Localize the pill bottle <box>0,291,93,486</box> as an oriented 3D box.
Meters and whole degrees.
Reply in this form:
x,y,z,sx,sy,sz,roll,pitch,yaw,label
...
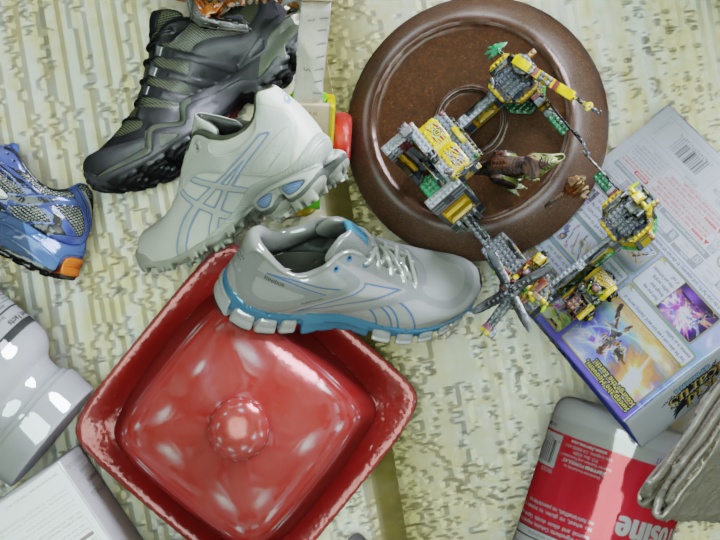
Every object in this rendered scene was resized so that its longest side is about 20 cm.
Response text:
x,y,z,sx,sy,sz,roll,pitch,yaw,label
-0.302,0.059,1.593,0.200,0.116,0.116,41,90,0,pill bottle

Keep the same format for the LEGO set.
x,y,z,sx,sy,sz,roll,pitch,yaw,label
0.110,-0.062,1.516,0.153,0.116,0.201,-32,75,7,LEGO set

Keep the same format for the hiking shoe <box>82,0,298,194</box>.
x,y,z,sx,sy,sz,roll,pitch,yaw,label
-0.136,-0.140,1.622,0.200,0.076,0.101,-38,79,-7,hiking shoe

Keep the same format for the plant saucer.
x,y,z,sx,sy,sz,roll,pitch,yaw,label
0.083,-0.109,1.609,0.199,0.034,0.202,-2,81,13,plant saucer

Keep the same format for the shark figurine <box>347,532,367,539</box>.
x,y,z,sx,sy,sz,roll,pitch,yaw,label
0.053,0.285,1.579,0.089,0.128,0.215,-39,86,24,shark figurine

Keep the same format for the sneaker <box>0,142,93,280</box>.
x,y,z,sx,sy,sz,roll,pitch,yaw,label
-0.287,-0.066,1.622,0.199,0.075,0.079,27,81,-8,sneaker

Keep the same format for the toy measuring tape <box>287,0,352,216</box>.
x,y,z,sx,sy,sz,roll,pitch,yaw,label
-0.037,-0.130,1.593,0.073,0.074,0.201,4,124,0,toy measuring tape

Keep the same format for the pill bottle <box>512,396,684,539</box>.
x,y,z,sx,sy,sz,roll,pitch,yaw,label
0.168,0.202,1.596,0.112,0.112,0.201,18,91,0,pill bottle

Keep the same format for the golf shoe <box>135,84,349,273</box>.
x,y,z,sx,sy,sz,roll,pitch,yaw,label
-0.101,-0.068,1.580,0.199,0.078,0.098,-28,99,34,golf shoe

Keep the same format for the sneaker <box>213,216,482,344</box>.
x,y,z,sx,sy,sz,roll,pitch,yaw,label
0.000,0.000,1.553,0.199,0.087,0.075,-1,50,-21,sneaker

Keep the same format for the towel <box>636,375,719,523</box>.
x,y,z,sx,sy,sz,roll,pitch,yaw,label
0.276,0.124,1.558,0.034,0.200,0.133,41,104,30,towel

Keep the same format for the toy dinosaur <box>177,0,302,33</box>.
x,y,z,sx,sy,sz,roll,pitch,yaw,label
-0.118,-0.243,1.579,0.199,0.102,0.137,13,79,-14,toy dinosaur

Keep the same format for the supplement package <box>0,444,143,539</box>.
x,y,z,sx,sy,sz,roll,pitch,yaw,label
-0.204,0.247,1.591,0.119,0.121,0.201,-34,91,0,supplement package

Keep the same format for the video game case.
x,y,z,sx,sy,sz,roll,pitch,yaw,label
0.213,0.001,1.573,0.181,0.045,0.200,-37,49,-1,video game case

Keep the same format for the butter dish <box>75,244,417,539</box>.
x,y,z,sx,sy,sz,roll,pitch,yaw,label
-0.086,0.110,1.578,0.200,0.148,0.200,40,91,-1,butter dish
